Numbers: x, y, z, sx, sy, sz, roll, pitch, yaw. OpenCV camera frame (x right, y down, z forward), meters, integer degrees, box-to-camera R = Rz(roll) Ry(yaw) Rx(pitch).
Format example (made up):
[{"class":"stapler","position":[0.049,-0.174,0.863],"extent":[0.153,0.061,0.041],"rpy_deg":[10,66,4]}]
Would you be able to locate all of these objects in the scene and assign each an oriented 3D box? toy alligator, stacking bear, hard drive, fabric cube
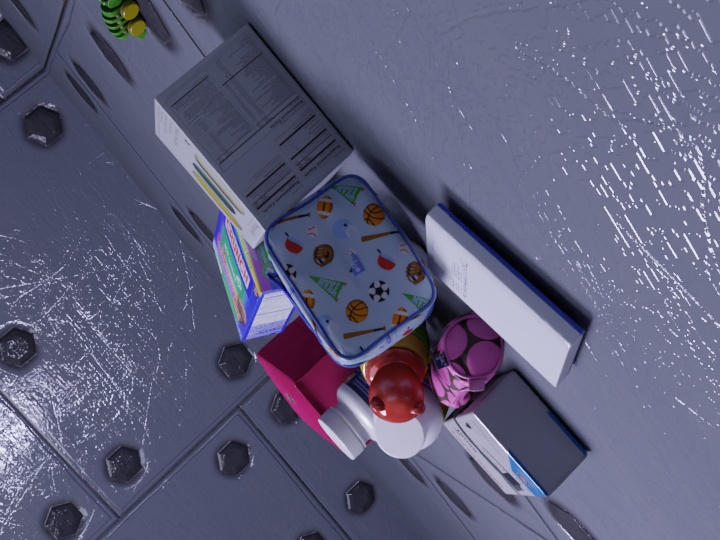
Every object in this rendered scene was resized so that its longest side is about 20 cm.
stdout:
[{"class":"toy alligator","position":[-0.391,-0.425,1.410],"extent":[0.059,0.054,0.201],"rpy_deg":[43,165,20]},{"class":"stacking bear","position":[0.045,0.124,1.213],"extent":[0.202,0.119,0.115],"rpy_deg":[-93,15,-53]},{"class":"hard drive","position":[0.149,0.028,0.953],"extent":[0.200,0.025,0.132],"rpy_deg":[44,166,21]},{"class":"fabric cube","position":[-0.039,0.186,1.643],"extent":[0.198,0.199,0.199],"rpy_deg":[55,164,-24]}]

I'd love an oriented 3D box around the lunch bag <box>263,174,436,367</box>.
[{"class":"lunch bag","position":[-0.017,0.000,1.026],"extent":[0.202,0.159,0.076],"rpy_deg":[55,175,12]}]

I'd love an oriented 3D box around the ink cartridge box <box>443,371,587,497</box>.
[{"class":"ink cartridge box","position":[0.206,0.229,1.225],"extent":[0.145,0.084,0.200],"rpy_deg":[48,167,6]}]

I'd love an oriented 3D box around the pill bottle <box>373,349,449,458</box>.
[{"class":"pill bottle","position":[0.078,0.197,1.314],"extent":[0.105,0.104,0.200],"rpy_deg":[49,-158,-3]}]

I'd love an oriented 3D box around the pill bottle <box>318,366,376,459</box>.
[{"class":"pill bottle","position":[0.029,0.215,1.503],"extent":[0.120,0.200,0.120],"rpy_deg":[44,166,15]}]

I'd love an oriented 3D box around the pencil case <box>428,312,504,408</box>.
[{"class":"pencil case","position":[0.131,0.123,1.146],"extent":[0.200,0.089,0.096],"rpy_deg":[86,172,-73]}]

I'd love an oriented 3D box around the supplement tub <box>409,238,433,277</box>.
[{"class":"supplement tub","position":[0.000,0.000,1.177],"extent":[0.123,0.122,0.199],"rpy_deg":[55,166,-26]}]

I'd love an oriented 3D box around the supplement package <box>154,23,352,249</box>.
[{"class":"supplement package","position":[-0.139,-0.161,1.116],"extent":[0.201,0.150,0.152],"rpy_deg":[49,166,-3]}]

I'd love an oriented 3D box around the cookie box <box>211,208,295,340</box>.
[{"class":"cookie box","position":[-0.150,-0.015,1.279],"extent":[0.200,0.074,0.174],"rpy_deg":[123,131,-62]}]
